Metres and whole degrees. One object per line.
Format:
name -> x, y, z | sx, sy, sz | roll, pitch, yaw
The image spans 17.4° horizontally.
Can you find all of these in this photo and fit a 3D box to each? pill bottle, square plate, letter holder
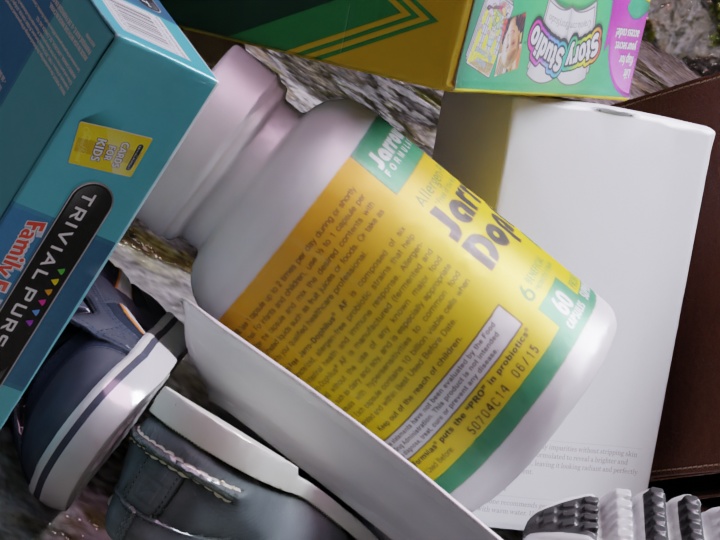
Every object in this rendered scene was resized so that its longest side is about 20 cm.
pill bottle -> 0.000, 0.000, 0.990 | 0.200, 0.113, 0.113 | 39, 15, -3
square plate -> 0.004, 0.097, 1.007 | 0.200, 0.029, 0.198 | 37, -8, 9
letter holder -> 0.193, 0.011, 1.162 | 0.100, 0.202, 0.142 | 14, -16, -29

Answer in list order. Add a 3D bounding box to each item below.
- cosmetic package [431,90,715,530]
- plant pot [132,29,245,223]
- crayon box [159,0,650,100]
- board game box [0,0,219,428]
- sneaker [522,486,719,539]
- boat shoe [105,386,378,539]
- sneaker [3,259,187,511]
cosmetic package -> 0.085, 0.018, 1.105 | 0.112, 0.202, 0.081 | 10, 3, -25
plant pot -> -0.171, -0.113, 1.102 | 0.177, 0.200, 0.199 | 53, 22, 25
crayon box -> 0.014, -0.122, 1.053 | 0.171, 0.059, 0.200 | 15, 10, 26
board game box -> -0.144, -0.029, 0.857 | 0.047, 0.201, 0.151 | 22, 20, -36
sneaker -> 0.159, 0.144, 0.954 | 0.198, 0.082, 0.075 | 14, 19, 8
boat shoe -> -0.048, 0.102, 0.928 | 0.073, 0.062, 0.200 | 29, -8, 22
sneaker -> -0.120, 0.038, 0.945 | 0.079, 0.079, 0.200 | 38, 4, -4
